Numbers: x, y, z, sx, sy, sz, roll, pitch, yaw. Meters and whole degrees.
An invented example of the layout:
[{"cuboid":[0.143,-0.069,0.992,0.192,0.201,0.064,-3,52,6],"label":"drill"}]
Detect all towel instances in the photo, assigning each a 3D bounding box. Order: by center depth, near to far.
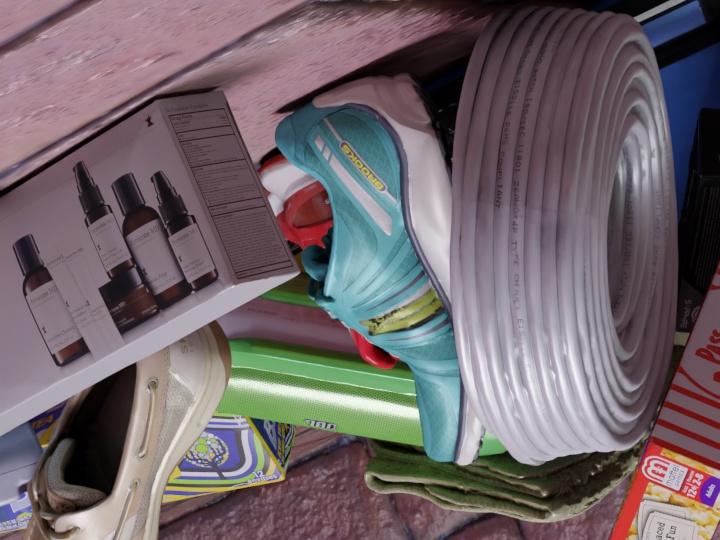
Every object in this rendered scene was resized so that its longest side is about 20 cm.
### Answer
[{"cuboid":[0.110,0.079,1.538,0.148,0.037,0.200,12,-146,41],"label":"towel"}]

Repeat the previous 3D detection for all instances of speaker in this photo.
[{"cuboid":[-0.015,0.044,1.460,0.199,0.089,0.088,10,171,-3],"label":"speaker"}]

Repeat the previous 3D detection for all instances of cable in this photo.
[{"cuboid":[0.090,-0.017,1.220,0.069,0.201,0.200,2,173,18],"label":"cable"}]

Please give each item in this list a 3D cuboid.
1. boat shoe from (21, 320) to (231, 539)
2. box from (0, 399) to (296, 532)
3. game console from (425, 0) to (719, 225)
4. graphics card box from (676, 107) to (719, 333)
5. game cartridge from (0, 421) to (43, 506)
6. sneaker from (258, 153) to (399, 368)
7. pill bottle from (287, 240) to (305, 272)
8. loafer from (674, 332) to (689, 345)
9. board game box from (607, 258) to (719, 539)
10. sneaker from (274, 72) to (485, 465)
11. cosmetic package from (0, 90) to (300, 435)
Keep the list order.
[{"cuboid":[-0.131,0.104,1.343,0.065,0.072,0.200,-2,127,-50],"label":"boat shoe"},{"cuboid":[-0.136,0.090,1.566,0.199,0.064,0.070,-13,-140,24],"label":"box"},{"cuboid":[0.135,-0.064,1.361,0.199,0.119,0.171,-25,174,8],"label":"game console"},{"cuboid":[0.257,-0.016,1.370,0.199,0.051,0.126,3,142,2],"label":"graphics card box"},{"cuboid":[-0.240,0.102,1.459,0.133,0.042,0.200,-14,-170,-12],"label":"game cartridge"},{"cuboid":[0.000,0.000,1.392,0.078,0.116,0.200,-24,172,7],"label":"sneaker"},{"cuboid":[0.048,-0.005,1.548,0.200,0.113,0.112,-30,172,38],"label":"pill bottle"},{"cuboid":[0.159,0.005,1.546,0.076,0.068,0.200,-60,-165,8],"label":"loafer"},{"cuboid":[0.158,0.098,1.353,0.200,0.046,0.152,104,11,-48],"label":"board game box"},{"cuboid":[0.015,0.002,1.265,0.079,0.201,0.078,-14,-151,3],"label":"sneaker"},{"cuboid":[-0.125,0.006,1.144,0.200,0.083,0.051,-29,170,33],"label":"cosmetic package"}]
